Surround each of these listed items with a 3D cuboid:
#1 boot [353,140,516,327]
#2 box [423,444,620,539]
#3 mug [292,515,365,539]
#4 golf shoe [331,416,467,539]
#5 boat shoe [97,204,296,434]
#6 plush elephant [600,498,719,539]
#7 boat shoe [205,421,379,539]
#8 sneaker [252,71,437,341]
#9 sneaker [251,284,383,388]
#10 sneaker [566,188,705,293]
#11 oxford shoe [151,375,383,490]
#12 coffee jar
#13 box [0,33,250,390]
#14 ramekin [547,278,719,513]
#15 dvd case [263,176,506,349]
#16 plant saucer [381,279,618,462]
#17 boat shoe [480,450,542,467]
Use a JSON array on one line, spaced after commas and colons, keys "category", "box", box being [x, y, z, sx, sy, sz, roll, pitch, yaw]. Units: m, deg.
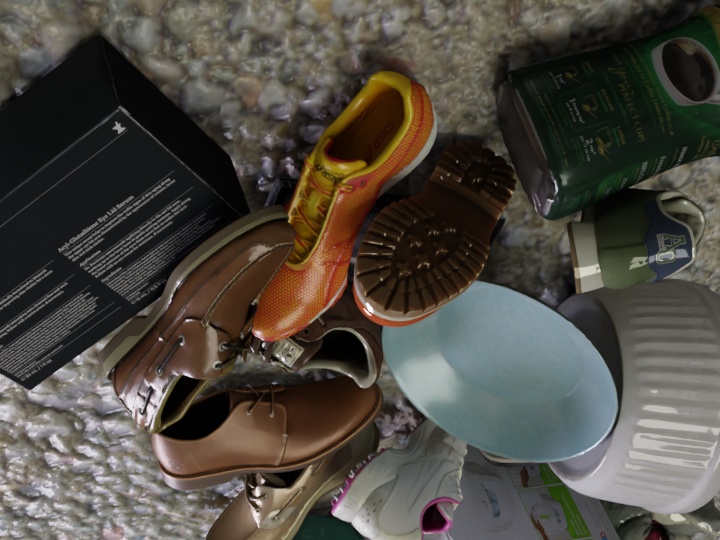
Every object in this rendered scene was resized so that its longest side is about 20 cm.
[{"category": "boot", "box": [0.041, -0.002, 0.775, 0.200, 0.075, 0.108, -46, 169, -53]}, {"category": "box", "box": [0.147, 0.264, 1.088, 0.174, 0.201, 0.097, -5, 136, -22]}, {"category": "mug", "box": [-0.070, 0.316, 1.106, 0.183, 0.115, 0.153, -13, 138, -11]}, {"category": "golf shoe", "box": [0.059, 0.187, 1.006, 0.199, 0.091, 0.076, -29, 152, -47]}, {"category": "boat shoe", "box": [-0.095, 0.036, 0.736, 0.072, 0.068, 0.200, -15, 158, -47]}, {"category": "plush elephant", "box": [0.301, 0.260, 1.184, 0.153, 0.165, 0.202, -1, 114, 12]}, {"category": "boat shoe", "box": [-0.074, 0.189, 1.012, 0.200, 0.071, 0.064, -45, 131, 7]}, {"category": "sneaker", "box": [-0.025, -0.046, 0.754, 0.201, 0.073, 0.077, -60, 155, 3]}, {"category": "sneaker", "box": [-0.061, 0.030, 0.819, 0.198, 0.076, 0.071, 17, 125, -33]}, {"category": "sneaker", "box": [0.207, -0.026, 0.827, 0.089, 0.200, 0.068, -9, 99, 18]}, {"category": "oxford shoe", "box": [-0.077, 0.123, 0.939, 0.198, 0.072, 0.072, -17, 133, -6]}, {"category": "coffee jar", "box": [0.203, -0.114, 0.793, 0.198, 0.105, 0.085, -18, 161, -6]}, {"category": "box", "box": [-0.190, -0.030, 0.719, 0.199, 0.079, 0.141, -34, 142, 11]}, {"category": "ramekin", "box": [0.228, 0.103, 0.969, 0.104, 0.201, 0.201, 7, 131, -18]}, {"category": "dvd case", "box": [0.000, 0.000, 0.885, 0.198, 0.016, 0.150, 6, 129, -29]}, {"category": "plant saucer", "box": [0.114, 0.073, 0.913, 0.199, 0.039, 0.202, 18, 137, 17]}, {"category": "boat shoe", "box": [0.205, 0.157, 1.102, 0.198, 0.073, 0.063, -16, 137, -17]}]
